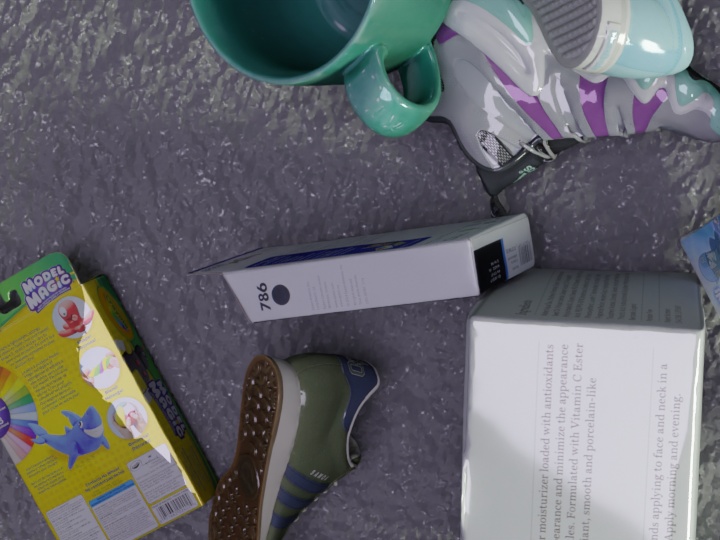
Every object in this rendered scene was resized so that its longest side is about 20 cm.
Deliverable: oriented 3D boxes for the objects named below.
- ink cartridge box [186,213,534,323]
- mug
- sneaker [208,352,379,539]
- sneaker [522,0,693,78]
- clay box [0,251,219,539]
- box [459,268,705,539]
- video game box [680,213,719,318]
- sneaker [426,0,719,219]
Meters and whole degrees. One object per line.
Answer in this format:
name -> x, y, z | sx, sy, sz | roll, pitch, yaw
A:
ink cartridge box -> 0.000, 0.000, 0.949 | 0.199, 0.099, 0.040 | -6, 99, 28
mug -> -0.015, -0.175, 0.924 | 0.151, 0.114, 0.187 | 2, 98, 35
sneaker -> -0.040, 0.135, 1.013 | 0.067, 0.089, 0.201 | 54, 140, 42
sneaker -> 0.141, -0.175, 0.889 | 0.081, 0.201, 0.074 | 12, 134, -21
clay box -> -0.196, 0.094, 1.056 | 0.114, 0.048, 0.201 | -28, 91, 16
box -> 0.134, 0.109, 0.900 | 0.130, 0.200, 0.201 | 3, 99, 11
video game box -> 0.287, 0.030, 0.842 | 0.182, 0.047, 0.201 | -41, 70, 55
sneaker -> 0.124, -0.085, 0.943 | 0.199, 0.078, 0.141 | 27, 105, 18
